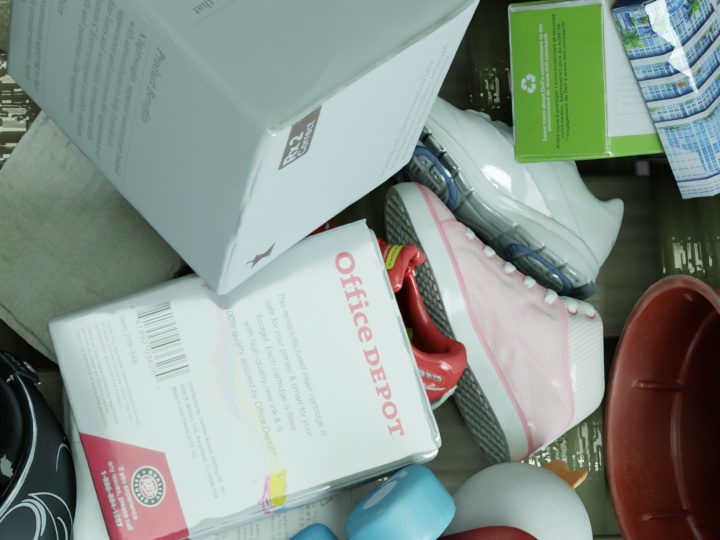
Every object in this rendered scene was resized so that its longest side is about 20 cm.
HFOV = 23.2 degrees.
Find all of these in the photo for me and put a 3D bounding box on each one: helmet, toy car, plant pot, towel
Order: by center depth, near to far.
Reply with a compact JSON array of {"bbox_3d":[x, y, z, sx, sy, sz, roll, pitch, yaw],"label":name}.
[{"bbox_3d":[-0.263,0.143,1.024,0.198,0.191,0.201,5,57,-7],"label":"helmet"},{"bbox_3d":[0.072,0.186,1.070,0.185,0.177,0.200,51,39,-4],"label":"toy car"},{"bbox_3d":[-0.165,-0.036,1.106,0.132,0.034,0.200,39,109,0],"label":"towel"},{"bbox_3d":[0.288,0.106,1.136,0.194,0.201,0.202,2,80,-18],"label":"plant pot"}]

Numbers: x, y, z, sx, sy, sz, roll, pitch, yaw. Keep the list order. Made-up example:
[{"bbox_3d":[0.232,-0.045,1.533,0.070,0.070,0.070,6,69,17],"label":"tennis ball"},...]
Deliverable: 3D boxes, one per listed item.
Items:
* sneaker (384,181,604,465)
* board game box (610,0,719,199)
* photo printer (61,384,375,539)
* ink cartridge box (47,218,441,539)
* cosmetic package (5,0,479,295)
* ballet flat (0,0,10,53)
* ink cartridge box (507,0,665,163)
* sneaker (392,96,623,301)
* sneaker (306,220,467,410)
[{"bbox_3d":[0.095,0.022,1.170,0.104,0.075,0.201,-24,86,-18],"label":"sneaker"},{"bbox_3d":[0.257,-0.150,1.165,0.200,0.061,0.201,-56,130,-38],"label":"board game box"},{"bbox_3d":[-0.089,0.150,1.114,0.198,0.069,0.168,-2,80,-11],"label":"photo printer"},{"bbox_3d":[-0.069,0.073,1.041,0.199,0.086,0.149,-16,81,-7],"label":"ink cartridge box"},{"bbox_3d":[-0.073,-0.133,0.984,0.165,0.165,0.200,-37,75,-30],"label":"cosmetic package"},{"bbox_3d":[-0.257,-0.230,1.154,0.067,0.062,0.201,-30,87,-13],"label":"ballet flat"},{"bbox_3d":[0.164,-0.176,1.155,0.147,0.075,0.202,-9,96,-53],"label":"ink cartridge box"},{"bbox_3d":[0.093,-0.066,1.194,0.200,0.074,0.087,41,64,-8],"label":"sneaker"},{"bbox_3d":[0.000,0.000,1.135,0.085,0.077,0.200,-40,84,30],"label":"sneaker"}]
